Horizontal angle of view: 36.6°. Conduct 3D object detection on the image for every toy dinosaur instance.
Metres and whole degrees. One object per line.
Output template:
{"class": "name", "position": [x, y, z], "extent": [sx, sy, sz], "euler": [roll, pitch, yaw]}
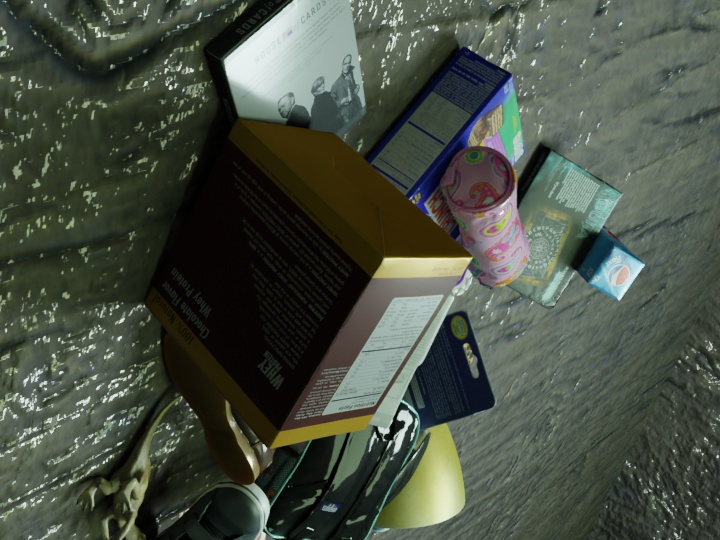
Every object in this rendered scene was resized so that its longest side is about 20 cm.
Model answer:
{"class": "toy dinosaur", "position": [-0.232, 0.212, 1.090], "extent": [0.101, 0.058, 0.202], "euler": [-36, 143, -68]}

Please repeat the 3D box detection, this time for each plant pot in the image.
{"class": "plant pot", "position": [0.043, 0.236, 1.453], "extent": [0.199, 0.199, 0.143], "euler": [-15, 109, -54]}

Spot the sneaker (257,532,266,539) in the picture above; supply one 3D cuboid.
{"class": "sneaker", "position": [-0.191, 0.352, 1.272], "extent": [0.201, 0.078, 0.115], "euler": [-60, 155, 4]}

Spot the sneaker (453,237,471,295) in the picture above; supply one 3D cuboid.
{"class": "sneaker", "position": [0.116, -0.028, 1.403], "extent": [0.200, 0.080, 0.084], "euler": [-36, 132, -50]}

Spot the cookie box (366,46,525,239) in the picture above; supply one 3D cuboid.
{"class": "cookie box", "position": [0.095, -0.119, 1.234], "extent": [0.200, 0.075, 0.171], "euler": [-50, 154, -11]}

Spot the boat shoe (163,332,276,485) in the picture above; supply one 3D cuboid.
{"class": "boat shoe", "position": [-0.134, 0.120, 1.085], "extent": [0.070, 0.070, 0.201], "euler": [-49, 136, -39]}

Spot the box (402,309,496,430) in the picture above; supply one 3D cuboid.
{"class": "box", "position": [0.069, 0.129, 1.302], "extent": [0.199, 0.122, 0.032], "euler": [-22, 172, 34]}

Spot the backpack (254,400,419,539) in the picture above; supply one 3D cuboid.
{"class": "backpack", "position": [-0.037, 0.203, 1.257], "extent": [0.175, 0.153, 0.201], "euler": [25, 104, -40]}

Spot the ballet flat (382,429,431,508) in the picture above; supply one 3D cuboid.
{"class": "ballet flat", "position": [0.014, 0.267, 1.339], "extent": [0.200, 0.057, 0.066], "euler": [-49, 159, 3]}

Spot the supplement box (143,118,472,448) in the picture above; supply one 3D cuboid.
{"class": "supplement box", "position": [-0.051, 0.009, 0.951], "extent": [0.132, 0.197, 0.201], "euler": [-1, 127, -52]}

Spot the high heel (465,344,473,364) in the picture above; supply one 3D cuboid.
{"class": "high heel", "position": [0.085, 0.123, 1.485], "extent": [0.143, 0.071, 0.201], "euler": [-52, 138, -23]}

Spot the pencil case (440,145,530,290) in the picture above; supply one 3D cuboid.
{"class": "pencil case", "position": [0.141, -0.055, 1.211], "extent": [0.088, 0.087, 0.200], "euler": [-51, 155, -12]}

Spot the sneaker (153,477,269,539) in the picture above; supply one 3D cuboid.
{"class": "sneaker", "position": [-0.172, 0.294, 1.158], "extent": [0.200, 0.078, 0.079], "euler": [-44, -177, 37]}

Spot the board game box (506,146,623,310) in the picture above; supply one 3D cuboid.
{"class": "board game box", "position": [0.271, -0.058, 1.566], "extent": [0.201, 0.135, 0.028], "euler": [-59, -162, 8]}

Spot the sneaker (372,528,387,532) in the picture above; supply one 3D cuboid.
{"class": "sneaker", "position": [0.049, 0.295, 1.618], "extent": [0.201, 0.076, 0.111], "euler": [-61, 160, -1]}

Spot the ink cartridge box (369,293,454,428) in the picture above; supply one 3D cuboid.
{"class": "ink cartridge box", "position": [-0.025, 0.065, 1.142], "extent": [0.199, 0.044, 0.175], "euler": [17, 112, -21]}

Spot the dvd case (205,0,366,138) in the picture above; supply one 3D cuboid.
{"class": "dvd case", "position": [-0.058, -0.166, 0.974], "extent": [0.150, 0.025, 0.201], "euler": [-46, 152, -21]}

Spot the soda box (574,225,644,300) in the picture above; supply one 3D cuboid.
{"class": "soda box", "position": [0.347, -0.034, 1.636], "extent": [0.064, 0.200, 0.068], "euler": [27, 106, -21]}
